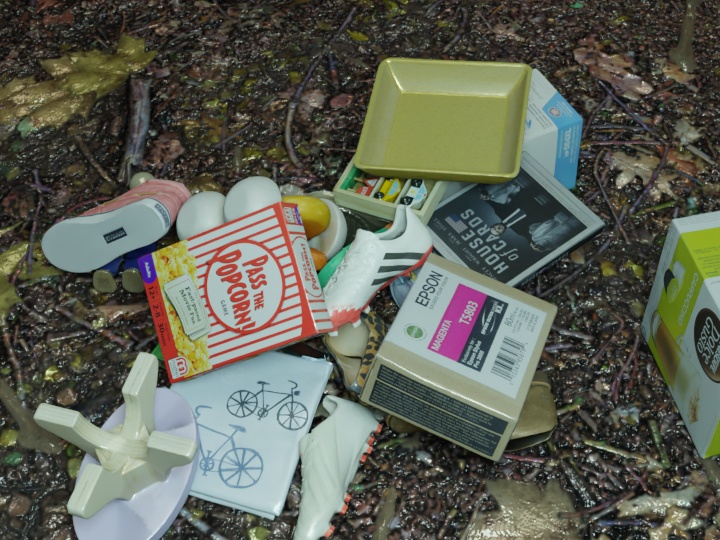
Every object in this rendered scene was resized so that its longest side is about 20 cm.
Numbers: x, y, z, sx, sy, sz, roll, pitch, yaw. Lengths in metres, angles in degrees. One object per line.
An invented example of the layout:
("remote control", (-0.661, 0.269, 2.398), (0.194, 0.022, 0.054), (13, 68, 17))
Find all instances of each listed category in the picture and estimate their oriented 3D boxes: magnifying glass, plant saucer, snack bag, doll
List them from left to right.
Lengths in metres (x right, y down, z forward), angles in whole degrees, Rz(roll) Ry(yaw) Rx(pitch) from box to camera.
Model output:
("doll", (-0.313, -0.061, 1.445), (0.135, 0.049, 0.201), (0, 49, 7))
("snack bag", (-0.147, 0.171, 1.233), (0.187, 0.021, 0.201), (11, 60, 15))
("magnifying glass", (0.019, -0.033, 1.330), (0.022, 0.080, 0.200), (45, 60, 12))
("plant saucer", (0.107, -0.179, 1.330), (0.198, 0.049, 0.201), (5, 53, 12))

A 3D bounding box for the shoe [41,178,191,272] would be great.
("shoe", (-0.310, -0.059, 1.368), (0.199, 0.072, 0.091), (-16, 19, 27))

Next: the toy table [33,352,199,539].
("toy table", (-0.251, 0.198, 1.147), (0.182, 0.117, 0.201), (1, 57, 8))

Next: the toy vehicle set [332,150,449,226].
("toy vehicle set", (0.063, -0.147, 1.359), (0.123, 0.027, 0.201), (16, 55, 20))

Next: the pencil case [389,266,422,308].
("pencil case", (0.129, -0.010, 1.354), (0.199, 0.083, 0.091), (-34, 83, -25))

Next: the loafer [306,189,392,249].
("loafer", (0.011, -0.067, 1.423), (0.198, 0.076, 0.069), (12, 40, -3))

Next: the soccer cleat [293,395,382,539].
("soccer cleat", (-0.042, 0.222, 1.165), (0.077, 0.070, 0.201), (27, 45, 0))

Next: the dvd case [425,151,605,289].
("dvd case", (0.181, -0.054, 1.324), (0.199, 0.025, 0.150), (-31, 62, -24))

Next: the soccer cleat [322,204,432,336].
("soccer cleat", (0.000, 0.000, 1.241), (0.199, 0.086, 0.068), (-35, 24, -20))

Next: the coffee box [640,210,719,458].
("coffee box", (0.457, 0.063, 1.196), (0.198, 0.201, 0.199), (-9, 49, -6))

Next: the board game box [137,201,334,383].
("board game box", (-0.143, 0.026, 1.208), (0.199, 0.046, 0.153), (-20, 82, 22))

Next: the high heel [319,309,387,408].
("high heel", (-0.021, 0.083, 1.243), (0.200, 0.142, 0.072), (40, 105, 26))

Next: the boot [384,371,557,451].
("boot", (0.128, 0.168, 1.212), (0.198, 0.074, 0.076), (-8, 58, -7))

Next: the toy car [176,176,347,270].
("toy car", (-0.122, -0.021, 1.321), (0.199, 0.174, 0.151), (-11, 72, 40))

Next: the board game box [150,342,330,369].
("board game box", (-0.147, 0.108, 1.305), (0.199, 0.024, 0.105), (22, 55, 20))

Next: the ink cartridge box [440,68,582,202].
("ink cartridge box", (0.182, -0.166, 1.462), (0.199, 0.126, 0.129), (-20, 50, -15))

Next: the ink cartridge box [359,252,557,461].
("ink cartridge box", (0.112, 0.088, 1.169), (0.164, 0.075, 0.200), (24, 41, 7))
